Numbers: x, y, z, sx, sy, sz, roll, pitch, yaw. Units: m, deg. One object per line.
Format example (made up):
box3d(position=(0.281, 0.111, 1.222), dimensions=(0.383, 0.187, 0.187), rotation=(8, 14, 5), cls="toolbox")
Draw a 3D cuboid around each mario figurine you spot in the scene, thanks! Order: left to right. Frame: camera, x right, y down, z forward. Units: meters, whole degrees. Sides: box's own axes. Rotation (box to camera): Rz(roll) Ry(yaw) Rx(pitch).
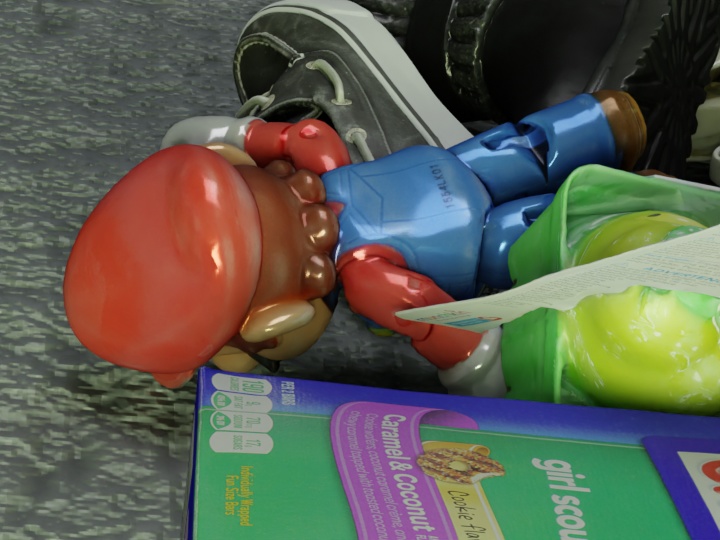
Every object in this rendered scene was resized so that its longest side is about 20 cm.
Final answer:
box3d(position=(0.000, 0.000, 0.964), dimensions=(0.199, 0.107, 0.123), rotation=(-9, 14, -15), cls="mario figurine")

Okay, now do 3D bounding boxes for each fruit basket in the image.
box3d(position=(0.134, 0.008, 0.850), dimensions=(0.185, 0.094, 0.200), rotation=(9, -19, -25), cls="fruit basket")

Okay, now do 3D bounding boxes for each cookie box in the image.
box3d(position=(0.053, 0.098, 0.743), dimensions=(0.199, 0.076, 0.171), rotation=(6, 21, -5), cls="cookie box")

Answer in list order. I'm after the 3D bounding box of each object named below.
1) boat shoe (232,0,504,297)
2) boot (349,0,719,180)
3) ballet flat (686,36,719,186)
box3d(position=(-0.012, -0.049, 1.086), dimensions=(0.063, 0.071, 0.200), rotation=(-3, 26, -26), cls="boat shoe")
box3d(position=(0.048, -0.069, 1.133), dimensions=(0.157, 0.080, 0.211), rotation=(1, 38, 21), cls="boot")
box3d(position=(0.160, -0.054, 1.165), dimensions=(0.071, 0.069, 0.200), rotation=(-17, 33, -26), cls="ballet flat")
